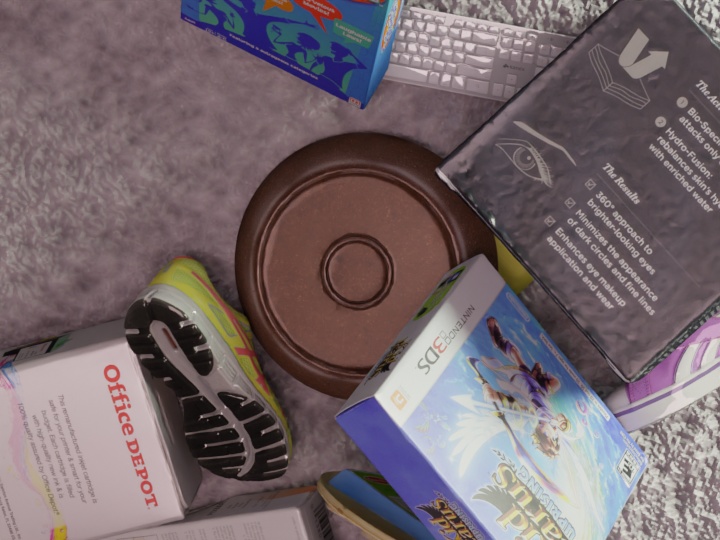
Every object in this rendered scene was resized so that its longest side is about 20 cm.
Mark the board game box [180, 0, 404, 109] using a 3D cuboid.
[{"bbox_3d":[-0.044,-0.201,1.374,0.152,0.200,0.045,27,67,5],"label":"board game box"}]

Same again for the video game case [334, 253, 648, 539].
[{"bbox_3d":[0.096,0.116,1.388,0.045,0.181,0.200,-32,103,42],"label":"video game case"}]

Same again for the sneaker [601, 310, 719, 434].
[{"bbox_3d":[0.238,0.032,1.471,0.200,0.073,0.114,-34,86,10],"label":"sneaker"}]

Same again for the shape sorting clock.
[{"bbox_3d":[0.059,0.194,1.454,0.200,0.200,0.039,28,98,-1],"label":"shape sorting clock"}]

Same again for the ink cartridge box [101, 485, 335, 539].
[{"bbox_3d":[-0.104,0.260,1.579,0.200,0.050,0.163,-9,103,27],"label":"ink cartridge box"}]

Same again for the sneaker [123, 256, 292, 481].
[{"bbox_3d":[-0.100,0.072,1.508,0.078,0.090,0.200,-11,125,21],"label":"sneaker"}]

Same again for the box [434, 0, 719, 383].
[{"bbox_3d":[0.194,-0.059,1.388,0.200,0.117,0.197,-42,80,7],"label":"box"}]

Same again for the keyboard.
[{"bbox_3d":[0.064,-0.158,1.467,0.199,0.011,0.056,11,104,4],"label":"keyboard"}]

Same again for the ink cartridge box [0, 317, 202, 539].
[{"bbox_3d":[-0.236,0.130,1.530,0.200,0.084,0.145,-15,102,10],"label":"ink cartridge box"}]

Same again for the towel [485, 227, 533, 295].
[{"bbox_3d":[0.064,0.011,1.506,0.086,0.018,0.200,44,104,-8],"label":"towel"}]

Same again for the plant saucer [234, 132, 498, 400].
[{"bbox_3d":[0.000,0.000,1.485,0.200,0.034,0.201,2,97,13],"label":"plant saucer"}]
